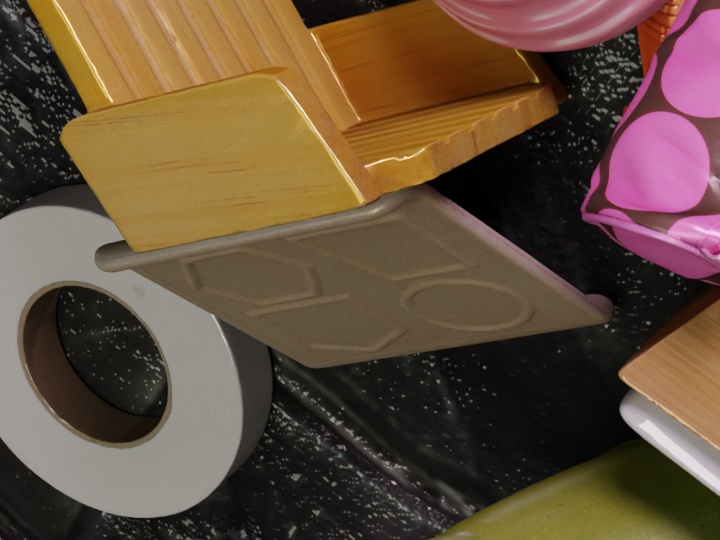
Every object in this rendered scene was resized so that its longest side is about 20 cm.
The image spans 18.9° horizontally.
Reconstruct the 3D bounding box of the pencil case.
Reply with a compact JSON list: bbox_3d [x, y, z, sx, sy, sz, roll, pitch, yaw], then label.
[{"bbox_3d":[0.173,-0.089,0.892,0.091,0.094,0.200,25,90,-15],"label":"pencil case"}]

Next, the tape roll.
[{"bbox_3d":[-0.144,0.047,1.245,0.203,0.037,0.203,13,119,25],"label":"tape roll"}]

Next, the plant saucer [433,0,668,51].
[{"bbox_3d":[0.071,-0.195,0.942,0.200,0.051,0.201,11,106,42],"label":"plant saucer"}]

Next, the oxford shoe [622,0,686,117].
[{"bbox_3d":[0.163,-0.107,0.975,0.073,0.071,0.200,2,112,-6],"label":"oxford shoe"}]

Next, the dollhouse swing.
[{"bbox_3d":[-0.036,-0.124,0.993,0.182,0.200,0.176,-11,100,34],"label":"dollhouse swing"}]

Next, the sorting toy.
[{"bbox_3d":[0.000,0.000,1.059,0.185,0.200,0.037,-10,67,35],"label":"sorting toy"}]

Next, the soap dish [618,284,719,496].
[{"bbox_3d":[0.223,0.073,0.969,0.200,0.157,0.081,36,111,10],"label":"soap dish"}]

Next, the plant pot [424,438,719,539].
[{"bbox_3d":[0.106,0.178,1.017,0.200,0.193,0.201,6,98,51],"label":"plant pot"}]
